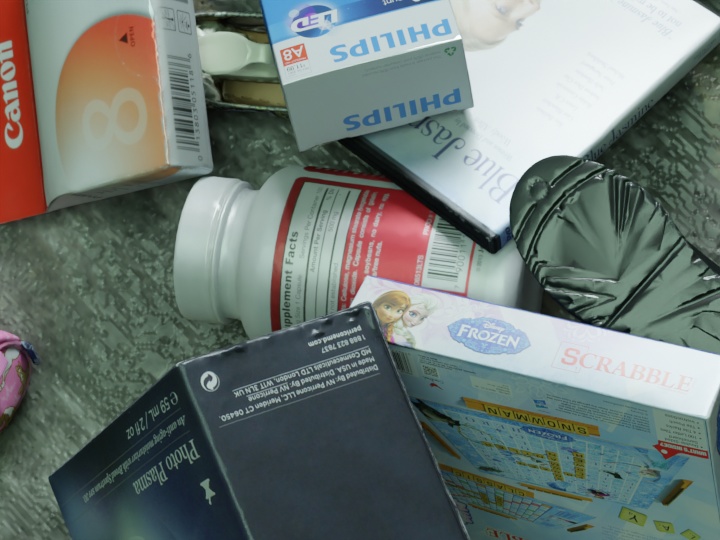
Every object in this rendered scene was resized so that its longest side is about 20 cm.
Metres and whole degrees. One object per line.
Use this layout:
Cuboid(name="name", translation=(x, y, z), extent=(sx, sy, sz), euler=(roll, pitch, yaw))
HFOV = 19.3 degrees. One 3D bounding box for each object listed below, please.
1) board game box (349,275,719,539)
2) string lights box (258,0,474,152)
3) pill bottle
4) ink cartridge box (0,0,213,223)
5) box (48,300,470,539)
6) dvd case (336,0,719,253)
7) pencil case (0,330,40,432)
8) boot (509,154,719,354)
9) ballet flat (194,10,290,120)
Cuboid(name="board game box", translation=(0.104, 0.096, 1.124), extent=(0.199, 0.200, 0.041), euler=(13, 57, 23))
Cuboid(name="string lights box", translation=(-0.009, -0.167, 1.206), extent=(0.102, 0.059, 0.200), euler=(-15, 51, -1))
Cuboid(name="pill bottle", translation=(0.000, 0.000, 1.213), extent=(0.199, 0.112, 0.113), euler=(8, 86, 14))
Cuboid(name="ink cartridge box", translation=(-0.186, -0.120, 1.268), extent=(0.199, 0.050, 0.163), euler=(-11, 82, 29))
Cuboid(name="box", translation=(-0.045, 0.151, 1.073), extent=(0.123, 0.200, 0.199), euler=(-18, 78, -32))
Cuboid(name="dvd case", translation=(0.090, -0.112, 1.197), extent=(0.143, 0.018, 0.200), euler=(37, 68, 27))
Cuboid(name="pencil case", translation=(-0.298, 0.037, 1.291), extent=(0.199, 0.083, 0.087), euler=(25, 91, 15))
Cuboid(name="boot", translation=(0.172, 0.020, 1.146), extent=(0.198, 0.162, 0.073), euler=(37, 93, 14))
Cuboid(name="ballet flat", translation=(-0.032, -0.119, 1.255), extent=(0.199, 0.072, 0.072), euler=(4, 85, 13))
